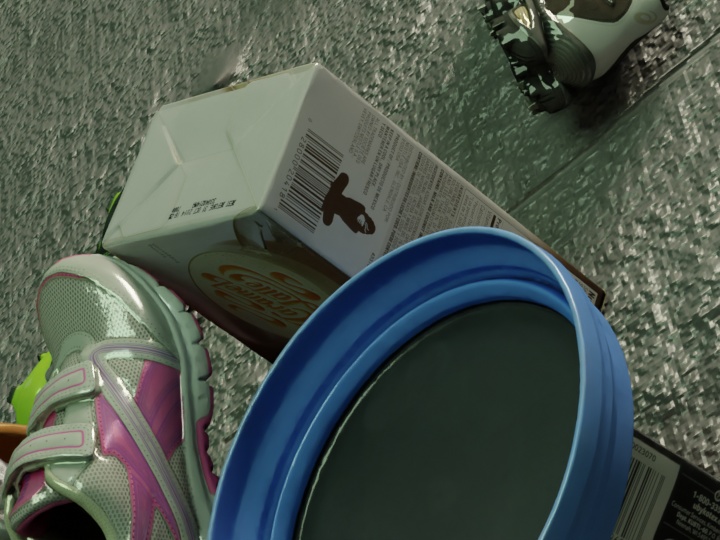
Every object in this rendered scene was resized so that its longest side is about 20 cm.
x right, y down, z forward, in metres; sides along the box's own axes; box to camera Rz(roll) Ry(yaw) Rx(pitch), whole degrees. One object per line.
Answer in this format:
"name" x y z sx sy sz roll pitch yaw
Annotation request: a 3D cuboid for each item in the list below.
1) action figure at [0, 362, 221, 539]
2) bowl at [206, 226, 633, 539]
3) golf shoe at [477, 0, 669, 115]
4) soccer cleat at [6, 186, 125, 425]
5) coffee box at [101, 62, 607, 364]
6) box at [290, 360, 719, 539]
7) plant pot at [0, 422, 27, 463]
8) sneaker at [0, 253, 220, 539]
"action figure" -0.097 0.125 1.114 0.105 0.194 0.200 -31 16 28
"bowl" 0.021 0.081 0.899 0.200 0.039 0.201 -31 42 33
"golf shoe" 0.102 -0.158 1.219 0.094 0.078 0.200 -28 40 7
"soccer cleat" -0.126 0.021 1.349 0.081 0.068 0.200 18 76 37
"coffee box" 0.000 0.000 1.074 0.114 0.200 0.080 -9 53 47
"box" 0.047 0.109 0.991 0.200 0.122 0.106 7 69 53
"plant pot" -0.185 0.195 1.160 0.140 0.200 0.200 -47 31 40
"sneaker" -0.110 0.078 1.004 0.081 0.088 0.200 -53 48 43
